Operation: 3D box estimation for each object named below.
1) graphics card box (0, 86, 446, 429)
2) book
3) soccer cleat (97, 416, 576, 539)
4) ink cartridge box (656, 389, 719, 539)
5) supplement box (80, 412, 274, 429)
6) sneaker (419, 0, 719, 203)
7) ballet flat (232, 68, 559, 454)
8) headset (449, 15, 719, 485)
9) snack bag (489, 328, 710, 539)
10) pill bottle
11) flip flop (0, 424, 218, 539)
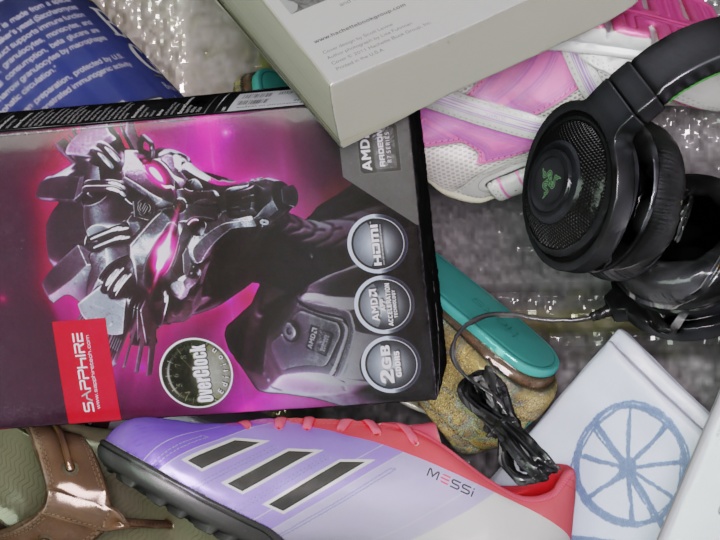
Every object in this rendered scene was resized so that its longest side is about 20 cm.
[{"bbox_3d":[-0.069,-0.006,0.872,0.199,0.051,0.126,-4,104,7],"label":"graphics card box"},{"bbox_3d":[0.001,-0.144,0.872,0.133,0.048,0.200,-25,48,-15],"label":"book"},{"bbox_3d":[-0.007,0.086,0.878,0.199,0.068,0.073,20,90,-14],"label":"soccer cleat"},{"bbox_3d":[0.212,0.130,0.838,0.199,0.043,0.197,25,103,17],"label":"ink cartridge box"},{"bbox_3d":[-0.114,0.146,0.992,0.109,0.061,0.201,24,101,21],"label":"supplement box"},{"bbox_3d":[0.064,-0.074,0.901,0.199,0.081,0.089,2,115,12],"label":"sneaker"},{"bbox_3d":[0.000,0.000,0.939,0.200,0.071,0.071,46,108,15],"label":"ballet flat"},{"bbox_3d":[0.116,-0.007,0.847,0.200,0.123,0.094,-43,43,15],"label":"headset"},{"bbox_3d":[0.123,0.158,0.910,0.200,0.021,0.189,42,107,14],"label":"snack bag"},{"bbox_3d":[-0.153,-0.076,0.978,0.200,0.111,0.111,46,108,16],"label":"pill bottle"},{"bbox_3d":[-0.140,0.091,0.935,0.200,0.058,0.081,27,101,16],"label":"flip flop"}]
